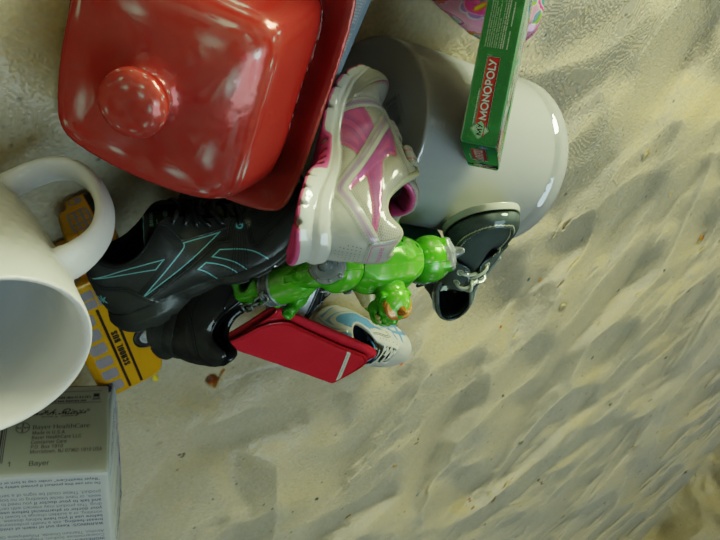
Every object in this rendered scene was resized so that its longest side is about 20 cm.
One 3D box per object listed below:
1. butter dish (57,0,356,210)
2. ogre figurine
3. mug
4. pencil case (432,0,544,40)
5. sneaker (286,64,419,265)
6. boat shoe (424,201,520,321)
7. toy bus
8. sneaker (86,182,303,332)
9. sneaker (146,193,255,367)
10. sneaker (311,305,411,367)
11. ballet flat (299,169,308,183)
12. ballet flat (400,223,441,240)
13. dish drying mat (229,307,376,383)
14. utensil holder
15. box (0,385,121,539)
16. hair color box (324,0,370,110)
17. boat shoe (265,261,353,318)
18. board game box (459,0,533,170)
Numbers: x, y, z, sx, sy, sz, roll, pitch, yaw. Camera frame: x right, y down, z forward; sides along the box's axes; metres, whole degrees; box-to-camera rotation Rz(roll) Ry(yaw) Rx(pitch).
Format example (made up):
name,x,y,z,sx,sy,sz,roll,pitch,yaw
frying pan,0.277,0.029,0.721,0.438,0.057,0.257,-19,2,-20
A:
name,x,y,z,sx,sy,sz,roll,pitch,yaw
butter dish,-0.126,-0.130,0.549,0.198,0.148,0.201,22,120,-2
ogre figurine,0.000,0.000,0.715,0.199,0.099,0.120,15,162,-27
mug,-0.270,-0.009,0.589,0.199,0.176,0.148,-33,145,-10
pencil case,0.091,-0.272,0.719,0.088,0.088,0.199,-51,144,16
sneaker,0.004,-0.077,0.645,0.087,0.201,0.082,15,146,-4
boat shoe,0.108,-0.006,0.791,0.072,0.062,0.200,-3,160,-13
toy bus,-0.237,0.026,0.755,0.078,0.065,0.201,-25,143,-17
sneaker,-0.128,-0.024,0.669,0.199,0.075,0.080,-29,124,-4
sneaker,-0.127,-0.007,0.755,0.076,0.090,0.202,-2,106,-69
sneaker,0.010,0.099,1.056,0.072,0.073,0.200,-50,145,11
ballet flat,-0.102,-0.015,0.839,0.201,0.069,0.069,-53,143,12
ballet flat,-0.001,-0.030,0.826,0.199,0.068,0.072,10,128,-47
dish drying mat,-0.060,0.086,0.906,0.076,0.018,0.200,-31,149,20
utensil holder,0.074,-0.122,0.793,0.199,0.170,0.171,5,126,-42
box,-0.329,0.214,0.794,0.182,0.105,0.201,0,132,-14
hair color box,-0.064,-0.180,0.657,0.060,0.099,0.201,-3,131,-42
boat shoe,-0.042,-0.001,0.897,0.068,0.074,0.201,13,111,-32
board game box,0.113,-0.185,0.633,0.135,0.029,0.202,0,101,-81
